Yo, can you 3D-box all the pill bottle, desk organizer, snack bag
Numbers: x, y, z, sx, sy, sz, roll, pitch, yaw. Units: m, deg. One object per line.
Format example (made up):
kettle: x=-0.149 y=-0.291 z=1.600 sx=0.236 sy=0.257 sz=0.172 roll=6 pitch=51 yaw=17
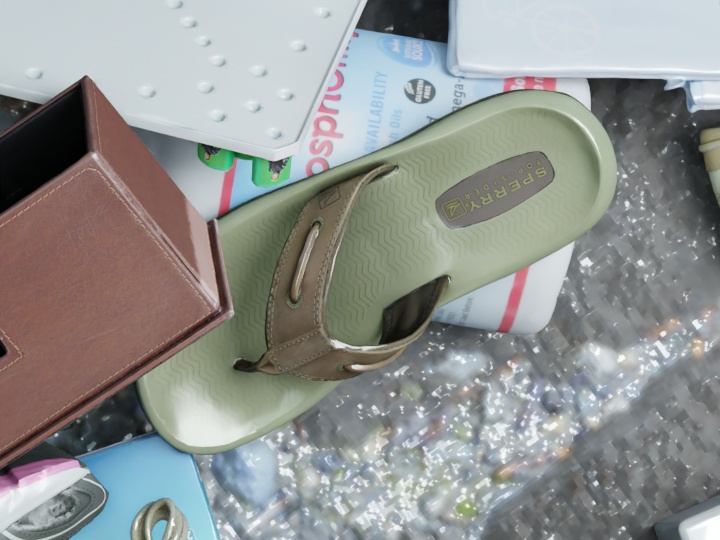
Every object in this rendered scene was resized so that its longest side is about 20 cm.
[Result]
pill bottle: x=-0.016 y=-0.042 z=1.066 sx=0.199 sy=0.109 sz=0.109 roll=9 pitch=85 yaw=-3
desk organizer: x=-0.149 y=0.026 z=0.946 sx=0.200 sy=0.072 sz=0.077 roll=-33 pitch=117 yaw=10
snack bag: x=0.125 y=-0.137 z=1.082 sx=0.199 sy=0.021 sz=0.189 roll=0 pitch=52 yaw=-3

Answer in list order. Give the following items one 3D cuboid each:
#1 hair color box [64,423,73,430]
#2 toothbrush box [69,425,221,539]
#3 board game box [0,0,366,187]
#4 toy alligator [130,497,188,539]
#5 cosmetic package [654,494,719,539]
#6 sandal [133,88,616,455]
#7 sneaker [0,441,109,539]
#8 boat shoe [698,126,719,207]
hair color box: x=-0.214 y=0.042 z=1.052 sx=0.199 sy=0.099 sz=0.061 roll=-6 pitch=86 yaw=-4
toothbrush box: x=-0.106 y=0.176 z=1.053 sx=0.146 sy=0.085 sz=0.201 roll=-19 pitch=86 yaw=-4
board game box: x=-0.093 y=-0.121 z=1.038 sx=0.199 sy=0.026 sz=0.200 roll=14 pitch=45 yaw=8
toy alligator: x=-0.085 y=0.184 z=0.988 sx=0.054 sy=0.059 sz=0.201 roll=25 pitch=81 yaw=-43
cosmetic package: x=0.204 y=0.173 z=1.078 sx=0.101 sy=0.071 sz=0.201 roll=-22 pitch=87 yaw=-5
sandal: x=0.000 y=-0.001 z=0.991 sx=0.201 sy=0.057 sz=0.080 roll=-32 pitch=105 yaw=11
sneaker: x=-0.170 y=0.140 z=0.985 sx=0.200 sy=0.080 sz=0.086 roll=-36 pitch=109 yaw=-3
boat shoe: x=0.238 y=-0.064 z=1.102 sx=0.200 sy=0.073 sz=0.063 roll=-22 pitch=91 yaw=3
